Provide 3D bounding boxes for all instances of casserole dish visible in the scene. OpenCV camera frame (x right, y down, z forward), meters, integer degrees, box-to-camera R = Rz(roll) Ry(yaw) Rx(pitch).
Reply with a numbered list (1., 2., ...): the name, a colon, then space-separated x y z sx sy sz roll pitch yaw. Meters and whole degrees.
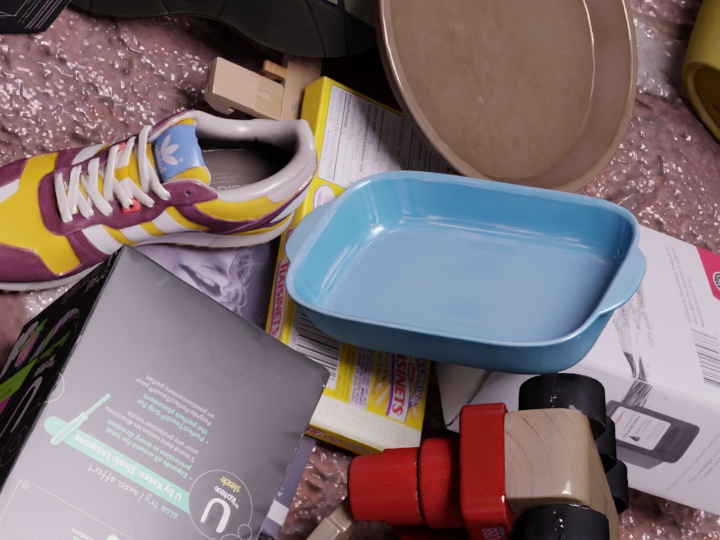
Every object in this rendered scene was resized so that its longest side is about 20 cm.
1. casserole dish: 0.055 0.004 1.168 0.121 0.200 0.039 -56 145 -40

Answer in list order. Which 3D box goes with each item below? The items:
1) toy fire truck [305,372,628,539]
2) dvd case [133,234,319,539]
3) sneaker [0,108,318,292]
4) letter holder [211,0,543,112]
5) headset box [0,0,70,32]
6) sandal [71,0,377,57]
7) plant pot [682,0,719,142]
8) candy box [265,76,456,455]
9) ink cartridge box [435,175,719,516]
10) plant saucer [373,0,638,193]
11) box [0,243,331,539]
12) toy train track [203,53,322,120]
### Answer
1. toy fire truck: 0.037 0.147 1.167 0.199 0.176 0.129 -4 64 11
2. dvd case: -0.075 0.030 1.216 0.149 0.016 0.200 33 55 -15
3. sneaker: -0.120 -0.046 1.157 0.199 0.090 0.075 -13 70 -21
4. letter holder: 0.002 -0.186 1.314 0.200 0.101 0.142 32 57 -15
5. headset box: -0.257 -0.222 1.173 0.200 0.093 0.175 -3 69 -32
6. sandal: -0.076 -0.175 1.249 0.200 0.080 0.057 11 25 1
7. plant pot: 0.294 -0.140 1.437 0.142 0.200 0.200 -42 94 -11
8. candy box: 0.000 0.000 1.241 0.102 0.026 0.201 24 63 -32
9. ink cartridge box: 0.141 0.041 1.277 0.200 0.083 0.145 19 37 -22
10. plant saucer: 0.080 -0.135 1.259 0.200 0.029 0.201 9 75 -39
11. box: -0.128 0.117 1.050 0.124 0.148 0.200 32 61 -15
12. toy train track: -0.010 -0.073 1.296 0.200 0.033 0.115 22 62 -30
